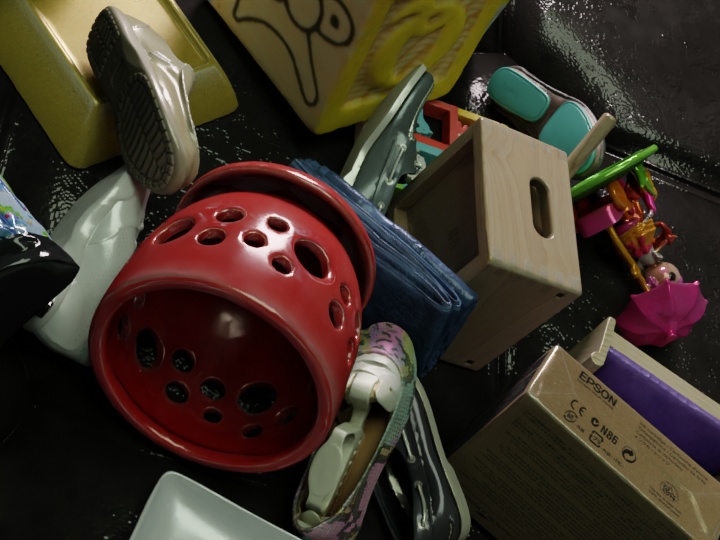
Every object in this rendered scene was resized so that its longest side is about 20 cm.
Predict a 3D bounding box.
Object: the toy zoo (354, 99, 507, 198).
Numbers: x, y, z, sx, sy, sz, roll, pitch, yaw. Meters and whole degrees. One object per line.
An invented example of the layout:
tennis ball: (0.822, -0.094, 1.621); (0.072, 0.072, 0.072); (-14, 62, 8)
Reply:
toy zoo: (0.087, -0.112, 1.478); (0.199, 0.020, 0.132); (17, 53, -20)

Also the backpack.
backpack: (-0.333, -0.036, 1.093); (0.201, 0.163, 0.154); (57, 11, 29)

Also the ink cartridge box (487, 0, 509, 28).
ink cartridge box: (0.106, -0.346, 1.526); (0.083, 0.200, 0.146); (-10, 66, -32)

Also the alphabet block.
alphabet block: (-0.001, -0.280, 1.406); (0.196, 0.196, 0.200); (-23, 66, -36)

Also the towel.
towel: (0.000, 0.000, 1.273); (0.200, 0.112, 0.048); (39, 44, 14)

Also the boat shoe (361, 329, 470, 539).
boat shoe: (0.024, 0.144, 1.239); (0.062, 0.073, 0.201); (-14, 72, -39)

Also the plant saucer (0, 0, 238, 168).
plant saucer: (-0.227, -0.210, 1.337); (0.199, 0.048, 0.200); (-27, 76, -39)

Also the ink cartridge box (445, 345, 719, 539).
ink cartridge box: (0.183, 0.184, 1.245); (0.200, 0.165, 0.075); (41, 46, -2)

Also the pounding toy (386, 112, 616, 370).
pounding toy: (0.132, -0.040, 1.346); (0.141, 0.184, 0.201); (19, 52, -27)

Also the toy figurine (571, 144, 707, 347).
toy figurine: (0.277, -0.014, 1.484); (0.185, 0.150, 0.200); (62, 25, 0)

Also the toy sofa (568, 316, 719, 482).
toy sofa: (0.277, 0.145, 1.381); (0.199, 0.083, 0.098); (34, 48, -7)

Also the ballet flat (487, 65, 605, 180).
ballet flat: (0.205, -0.149, 1.508); (0.068, 0.068, 0.200); (26, 20, -40)

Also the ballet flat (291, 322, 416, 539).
ballet flat: (-0.005, 0.129, 1.187); (0.069, 0.071, 0.201); (16, 74, 18)

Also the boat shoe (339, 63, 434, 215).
boat shoe: (0.022, -0.098, 1.365); (0.062, 0.073, 0.201); (33, 76, -11)

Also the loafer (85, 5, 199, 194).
loafer: (-0.170, -0.146, 1.236); (0.068, 0.076, 0.201); (3, 49, -37)

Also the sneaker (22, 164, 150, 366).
sneaker: (-0.209, -0.007, 1.211); (0.088, 0.075, 0.201); (44, 47, -21)

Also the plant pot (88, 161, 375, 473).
plant pot: (-0.092, 0.031, 1.168); (0.200, 0.201, 0.183); (33, 39, -8)

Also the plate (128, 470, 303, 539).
plate: (-0.100, 0.275, 1.094); (0.199, 0.032, 0.201); (29, 50, -4)
